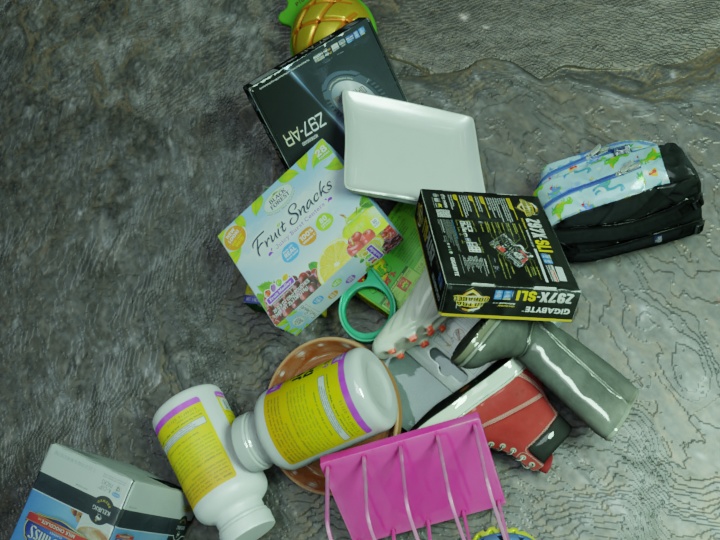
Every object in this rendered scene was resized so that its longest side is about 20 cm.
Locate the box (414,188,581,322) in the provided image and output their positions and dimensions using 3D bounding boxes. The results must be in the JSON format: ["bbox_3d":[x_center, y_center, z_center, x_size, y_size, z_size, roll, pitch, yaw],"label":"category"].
[{"bbox_3d":[0.155,-0.022,1.107,0.157,0.050,0.201,4,36,-10],"label":"box"}]

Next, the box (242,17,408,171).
[{"bbox_3d":[-0.042,-0.235,1.317,0.198,0.043,0.162,-31,112,-9],"label":"box"}]

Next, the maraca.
[{"bbox_3d":[-0.050,-0.359,1.394,0.136,0.107,0.202,-32,63,8],"label":"maraca"}]

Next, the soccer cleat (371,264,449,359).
[{"bbox_3d":[0.089,0.036,1.191,0.199,0.069,0.078,-39,66,8],"label":"soccer cleat"}]

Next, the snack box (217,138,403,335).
[{"bbox_3d":[-0.069,-0.044,1.252,0.199,0.068,0.169,-40,63,7],"label":"snack box"}]

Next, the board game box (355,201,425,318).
[{"bbox_3d":[0.074,-0.033,1.288,0.101,0.048,0.201,33,82,22],"label":"board game box"}]

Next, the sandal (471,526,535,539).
[{"bbox_3d":[0.123,0.367,1.116,0.197,0.087,0.081,-19,102,11],"label":"sandal"}]

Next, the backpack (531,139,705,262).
[{"bbox_3d":[0.319,-0.085,1.198,0.198,0.163,0.155,-29,59,10],"label":"backpack"}]

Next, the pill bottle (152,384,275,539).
[{"bbox_3d":[-0.188,0.258,1.227,0.103,0.104,0.201,-33,67,1],"label":"pill bottle"}]

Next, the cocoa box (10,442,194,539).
[{"bbox_3d":[-0.318,0.316,1.187,0.131,0.200,0.133,18,77,19],"label":"cocoa box"}]

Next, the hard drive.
[{"bbox_3d":[0.108,0.123,1.237,0.139,0.033,0.201,35,83,21],"label":"hard drive"}]

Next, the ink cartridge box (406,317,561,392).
[{"bbox_3d":[0.164,0.059,1.213,0.162,0.057,0.202,39,105,22],"label":"ink cartridge box"}]

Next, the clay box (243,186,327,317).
[{"bbox_3d":[-0.091,-0.040,1.331,0.113,0.048,0.204,4,74,15],"label":"clay box"}]

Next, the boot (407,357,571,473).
[{"bbox_3d":[0.154,0.213,1.151,0.199,0.072,0.145,-35,91,7],"label":"boot"}]

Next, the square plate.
[{"bbox_3d":[0.068,-0.154,1.256,0.195,0.029,0.202,10,47,-12],"label":"square plate"}]

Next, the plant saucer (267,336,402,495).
[{"bbox_3d":[-0.035,0.190,1.229,0.197,0.032,0.204,-3,82,26],"label":"plant saucer"}]

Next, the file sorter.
[{"bbox_3d":[0.067,0.282,1.084,0.197,0.141,0.126,-17,29,7],"label":"file sorter"}]

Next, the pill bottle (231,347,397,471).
[{"bbox_3d":[-0.060,0.180,1.158,0.198,0.104,0.106,-26,67,20],"label":"pill bottle"}]

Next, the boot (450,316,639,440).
[{"bbox_3d":[0.218,0.122,1.091,0.201,0.073,0.181,51,51,3],"label":"boot"}]

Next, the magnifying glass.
[{"bbox_3d":[0.000,0.000,1.258,0.078,0.022,0.203,-14,68,11],"label":"magnifying glass"}]
